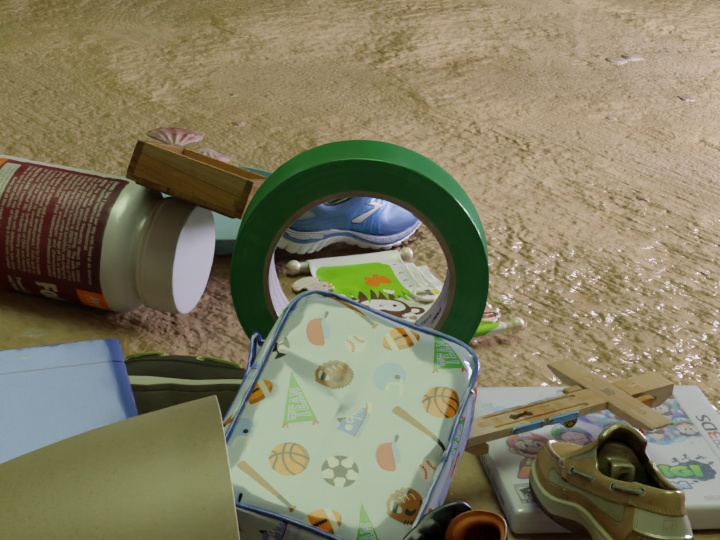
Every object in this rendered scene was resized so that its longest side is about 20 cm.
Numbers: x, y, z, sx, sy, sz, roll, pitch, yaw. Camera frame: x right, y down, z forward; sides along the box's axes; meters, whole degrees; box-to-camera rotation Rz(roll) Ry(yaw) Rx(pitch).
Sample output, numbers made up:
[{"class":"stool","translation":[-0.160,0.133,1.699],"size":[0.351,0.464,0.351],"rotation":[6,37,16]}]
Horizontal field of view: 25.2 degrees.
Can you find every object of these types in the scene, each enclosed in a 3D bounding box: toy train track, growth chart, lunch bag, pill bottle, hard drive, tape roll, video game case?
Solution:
[{"class":"toy train track","translation":[0.148,0.111,1.178],"size":[0.199,0.033,0.115],"rotation":[-10,27,-33]},{"class":"growth chart","translation":[0.031,0.025,1.431],"size":[0.144,0.018,0.200],"rotation":[-10,27,-29]},{"class":"lunch bag","translation":[-0.014,0.109,1.070],"size":[0.160,0.076,0.200],"rotation":[18,50,9]},{"class":"pill bottle","translation":[-0.233,-0.028,1.377],"size":[0.199,0.115,0.114],"rotation":[11,25,15]},{"class":"hard drive","translation":[-0.194,0.137,1.008],"size":[0.132,0.025,0.200],"rotation":[-6,55,-22]},{"class":"tape roll","translation":[0.000,0.000,1.252],"size":[0.200,0.201,0.048],"rotation":[5,23,0]},{"class":"video game case","translation":[0.187,0.136,1.200],"size":[0.199,0.024,0.182],"rotation":[0,24,-10]}]

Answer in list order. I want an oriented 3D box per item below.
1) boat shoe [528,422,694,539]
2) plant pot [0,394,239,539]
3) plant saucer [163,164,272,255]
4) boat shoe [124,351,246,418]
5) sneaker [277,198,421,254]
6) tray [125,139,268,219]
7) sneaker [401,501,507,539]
[{"class":"boat shoe","translation":[0.166,0.134,1.039],"size":[0.071,0.076,0.200],"rotation":[1,11,-17]},{"class":"plant pot","translation":[-0.165,0.174,0.873],"size":[0.199,0.188,0.187],"rotation":[-7,25,-8]},{"class":"plant saucer","translation":[-0.144,-0.058,1.571],"size":[0.199,0.028,0.200],"rotation":[5,23,-2]},{"class":"boat shoe","translation":[-0.099,0.096,1.176],"size":[0.200,0.072,0.061],"rotation":[7,28,12]},{"class":"sneaker","translation":[-0.001,-0.071,1.519],"size":[0.200,0.089,0.079],"rotation":[-12,52,-44]},{"class":"tray","translation":[-0.130,-0.076,1.362],"size":[0.098,0.037,0.200],"rotation":[20,5,2]},{"class":"sneaker","translation":[0.094,0.191,0.948],"size":[0.199,0.112,0.078],"rotation":[-9,28,-31]}]
